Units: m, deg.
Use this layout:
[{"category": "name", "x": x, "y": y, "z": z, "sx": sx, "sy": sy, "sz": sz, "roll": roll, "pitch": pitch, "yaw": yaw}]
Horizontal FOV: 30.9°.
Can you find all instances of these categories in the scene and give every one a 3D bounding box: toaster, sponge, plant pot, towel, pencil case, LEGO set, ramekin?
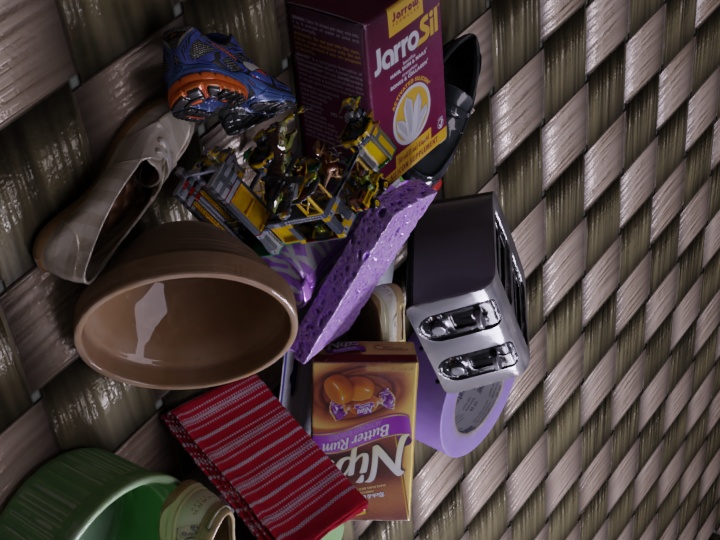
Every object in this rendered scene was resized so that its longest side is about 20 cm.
[{"category": "toaster", "x": 0.128, "y": 0.020, "z": 1.583, "sx": 0.181, "sy": 0.117, "sz": 0.201, "roll": 64, "pitch": 22, "yaw": -45}, {"category": "sponge", "x": 0.000, "y": 0.000, "z": 1.352, "sx": 0.201, "sy": 0.030, "sz": 0.111, "roll": -59, "pitch": 167, "yaw": 27}, {"category": "plant pot", "x": -0.158, "y": 0.021, "z": 1.172, "sx": 0.201, "sy": 0.199, "sz": 0.093, "roll": 56, "pitch": 20, "yaw": -55}, {"category": "towel", "x": -0.094, "y": 0.195, "z": 1.333, "sx": 0.144, "sy": 0.200, "sz": 0.023, "roll": -22, "pitch": 153, "yaw": -50}, {"category": "pencil case", "x": -0.029, "y": -0.044, "z": 1.385, "sx": 0.200, "sy": 0.085, "sz": 0.084, "roll": -46, "pitch": 145, "yaw": -31}, {"category": "LEGO set", "x": -0.077, "y": -0.099, "z": 1.185, "sx": 0.116, "sy": 0.199, "sz": 0.155, "roll": 46, "pitch": 63, "yaw": -32}, {"category": "ramekin", "x": -0.252, "y": 0.264, "z": 1.215, "sx": 0.200, "sy": 0.097, "sz": 0.202, "roll": -36, "pitch": 137, "yaw": -42}]

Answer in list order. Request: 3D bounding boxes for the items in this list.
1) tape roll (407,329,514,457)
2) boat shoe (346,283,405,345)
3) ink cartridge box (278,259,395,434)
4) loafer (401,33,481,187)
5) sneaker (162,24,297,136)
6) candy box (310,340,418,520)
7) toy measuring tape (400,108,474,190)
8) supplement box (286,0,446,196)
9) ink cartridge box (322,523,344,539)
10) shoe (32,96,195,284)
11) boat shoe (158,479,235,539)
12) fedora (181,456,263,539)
[{"category": "tape roll", "x": 0.130, "y": 0.143, "z": 1.762, "sx": 0.200, "sy": 0.084, "sz": 0.202, "roll": -36, "pitch": 138, "yaw": -41}, {"category": "boat shoe", "x": 0.024, "y": 0.108, "z": 1.496, "sx": 0.066, "sy": 0.074, "sz": 0.202, "roll": -26, "pitch": 130, "yaw": -41}, {"category": "ink cartridge box", "x": -0.042, "y": 0.088, "z": 1.493, "sx": 0.199, "sy": 0.040, "sz": 0.201, "roll": -24, "pitch": 129, "yaw": -50}, {"category": "loafer", "x": 0.090, "y": -0.181, "z": 1.454, "sx": 0.070, "sy": 0.068, "sz": 0.202, "roll": 129, "pitch": -18, "yaw": -58}, {"category": "sneaker", "x": -0.116, "y": -0.175, "z": 1.171, "sx": 0.200, "sy": 0.075, "sz": 0.079, "roll": 8, "pitch": 62, "yaw": -73}, {"category": "candy box", "x": 0.002, "y": 0.180, "z": 1.447, "sx": 0.057, "sy": 0.115, "sz": 0.202, "roll": -97, "pitch": -173, "yaw": -66}, {"category": "toy measuring tape", "x": 0.083, "y": -0.137, "z": 1.509, "sx": 0.200, "sy": 0.073, "sz": 0.074, "roll": -48, "pitch": 145, "yaw": -26}, {"category": "supplement box", "x": 0.011, "y": -0.201, "z": 1.327, "sx": 0.131, "sy": 0.103, "sz": 0.201, "roll": -41, "pitch": 140, "yaw": -35}, {"category": "ink cartridge box", "x": -0.072, "y": 0.323, "z": 1.405, "sx": 0.104, "sy": 0.059, "sz": 0.202, "roll": -36, "pitch": 144, "yaw": -51}, {"category": "shoe", "x": -0.199, "y": -0.068, "z": 1.126, "sx": 0.201, "sy": 0.053, "sz": 0.070, "roll": -54, "pitch": 147, "yaw": -22}, {"category": "boat shoe", "x": -0.149, "y": 0.291, "z": 1.237, "sx": 0.073, "sy": 0.062, "sz": 0.202, "roll": -39, "pitch": 139, "yaw": -41}, {"category": "fedora", "x": -0.145, "y": 0.265, "z": 1.393, "sx": 0.200, "sy": 0.090, "sz": 0.178, "roll": -31, "pitch": 136, "yaw": -55}]
